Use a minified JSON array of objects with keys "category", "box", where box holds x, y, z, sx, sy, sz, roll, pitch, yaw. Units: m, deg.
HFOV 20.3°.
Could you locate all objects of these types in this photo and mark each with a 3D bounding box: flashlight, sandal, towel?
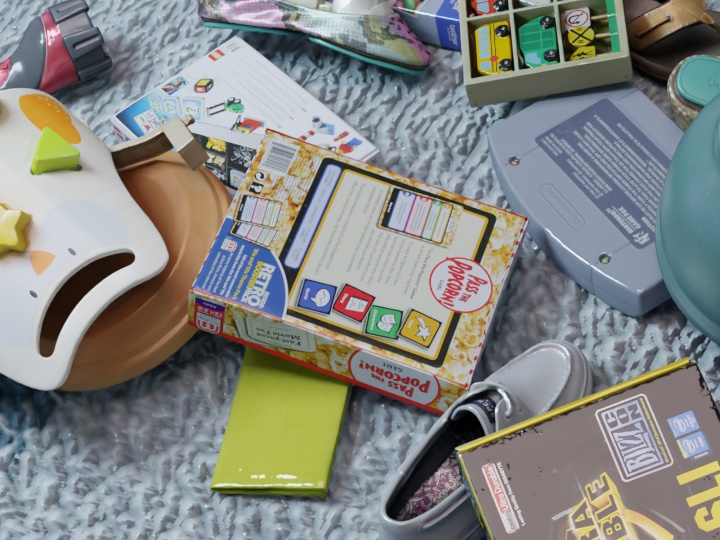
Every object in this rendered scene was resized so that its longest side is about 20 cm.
[{"category":"flashlight","box":[-0.300,-0.152,1.607,0.198,0.068,0.068,-24,50,-8]},{"category":"sandal","box":[0.225,-0.196,1.529,0.199,0.055,0.082,31,63,33]},{"category":"towel","box":[-0.043,0.070,1.395,0.085,0.018,0.201,-2,51,19]}]

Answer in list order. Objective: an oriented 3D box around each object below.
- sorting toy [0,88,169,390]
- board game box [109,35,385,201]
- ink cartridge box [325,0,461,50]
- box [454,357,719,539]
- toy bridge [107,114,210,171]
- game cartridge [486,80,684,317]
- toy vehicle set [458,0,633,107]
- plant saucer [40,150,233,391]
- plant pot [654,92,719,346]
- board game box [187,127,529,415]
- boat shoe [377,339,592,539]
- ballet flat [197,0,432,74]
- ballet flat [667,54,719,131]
[{"category":"sorting toy","box":[-0.228,-0.015,1.370,0.180,0.107,0.200,37,80,21]},{"category":"board game box","box":[-0.087,-0.093,1.521,0.126,0.035,0.200,-34,47,-16]},{"category":"ink cartridge box","box":[0.051,-0.240,1.620,0.198,0.042,0.120,17,56,23]},{"category":"box","box":[0.165,0.173,1.196,0.158,0.049,0.201,-20,66,-3]},{"category":"toy bridge","box":[-0.197,-0.047,1.439,0.199,0.027,0.067,-39,48,0]},{"category":"game cartridge","box":[0.181,-0.056,1.435,0.132,0.041,0.200,-26,49,-14]},{"category":"toy vehicle set","box":[0.136,-0.214,1.530,0.123,0.027,0.201,-10,50,10]},{"category":"plant saucer","box":[-0.183,-0.009,1.448,0.198,0.038,0.202,-14,53,18]},{"category":"plant pot","box":[0.286,-0.054,1.281,0.198,0.134,0.202,-4,63,8]},{"category":"board game box","box":[0.000,0.000,1.384,0.198,0.046,0.152,20,56,6]},{"category":"boat shoe","box":[0.079,0.108,1.296,0.200,0.069,0.072,-42,54,-21]},{"category":"ballet flat","box":[-0.035,-0.207,1.574,0.198,0.072,0.069,15,13,19]},{"category":"ballet flat","box":[0.310,-0.096,1.413,0.199,0.065,0.071,26,72,16]}]
